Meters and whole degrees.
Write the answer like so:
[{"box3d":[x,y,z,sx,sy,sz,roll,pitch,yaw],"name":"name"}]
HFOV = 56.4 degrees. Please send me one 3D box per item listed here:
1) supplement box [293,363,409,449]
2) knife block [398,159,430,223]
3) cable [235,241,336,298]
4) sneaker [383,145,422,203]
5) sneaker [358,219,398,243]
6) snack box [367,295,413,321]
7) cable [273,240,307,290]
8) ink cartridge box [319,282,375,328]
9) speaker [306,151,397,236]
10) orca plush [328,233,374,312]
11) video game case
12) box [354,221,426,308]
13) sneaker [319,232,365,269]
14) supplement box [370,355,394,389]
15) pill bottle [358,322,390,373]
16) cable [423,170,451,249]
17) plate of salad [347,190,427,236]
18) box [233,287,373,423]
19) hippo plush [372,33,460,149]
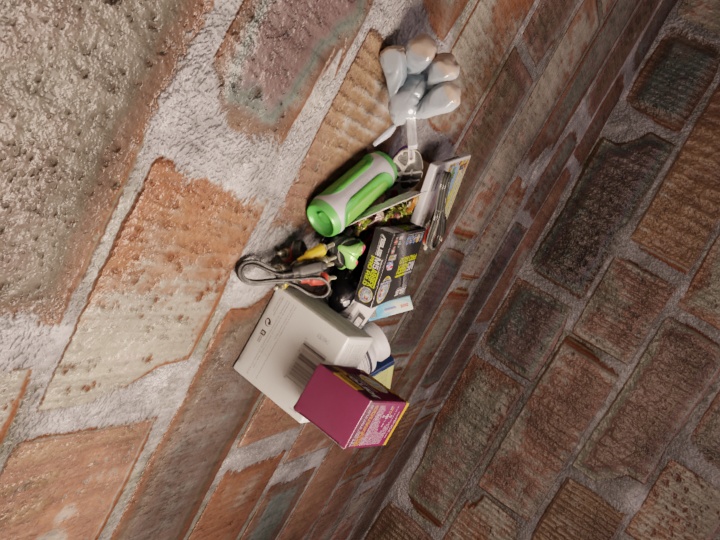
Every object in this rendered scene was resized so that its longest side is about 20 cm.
[{"box3d":[-0.013,0.257,1.276,0.104,0.130,0.200,-59,154,3],"name":"supplement box"},{"box3d":[0.115,-0.145,1.623,0.176,0.064,0.201,-45,155,-30],"name":"knife block"},{"box3d":[-0.131,0.009,1.235,0.197,0.050,0.098,-9,105,-19],"name":"cable"},{"box3d":[0.078,-0.209,1.446,0.079,0.084,0.200,-5,156,-11],"name":"sneaker"},{"box3d":[0.022,-0.039,1.551,0.200,0.079,0.096,-46,158,-25],"name":"sneaker"},{"box3d":[0.039,0.102,1.640,0.115,0.038,0.200,-14,175,-18],"name":"snack box"},{"box3d":[-0.121,-0.018,1.339,0.200,0.050,0.098,-21,122,-74],"name":"cable"},{"box3d":[-0.044,0.087,1.515,0.201,0.115,0.067,-54,140,-11],"name":"ink cartridge box"},{"box3d":[-0.014,-0.152,1.317,0.200,0.088,0.089,-44,154,-31],"name":"speaker"},{"box3d":[0.000,0.000,1.441,0.200,0.105,0.071,-40,172,-14],"name":"orca plush"},{"box3d":[0.185,-0.178,1.616,0.181,0.023,0.202,-26,141,-51],"name":"video game case"},{"box3d":[0.066,-0.016,1.426,0.200,0.044,0.162,-15,125,-65],"name":"box"},{"box3d":[-0.043,-0.049,1.365,0.077,0.083,0.200,-61,-172,-6],"name":"sneaker"},{"box3d":[-0.035,0.282,1.718,0.198,0.134,0.201,-27,146,-23],"name":"supplement box"},{"box3d":[-0.034,0.208,1.574,0.199,0.116,0.116,-28,147,-25],"name":"pill bottle"},{"box3d":[0.168,-0.130,1.535,0.097,0.050,0.202,-54,153,-40],"name":"cable"},{"box3d":[0.051,-0.116,1.393,0.198,0.049,0.200,-23,-177,1],"name":"plate of salad"},{"box3d":[-0.116,0.169,1.375,0.200,0.199,0.130,-60,156,6],"name":"box"},{"box3d":[0.126,-0.339,1.264,0.161,0.157,0.203,-39,135,-62],"name":"hippo plush"}]
